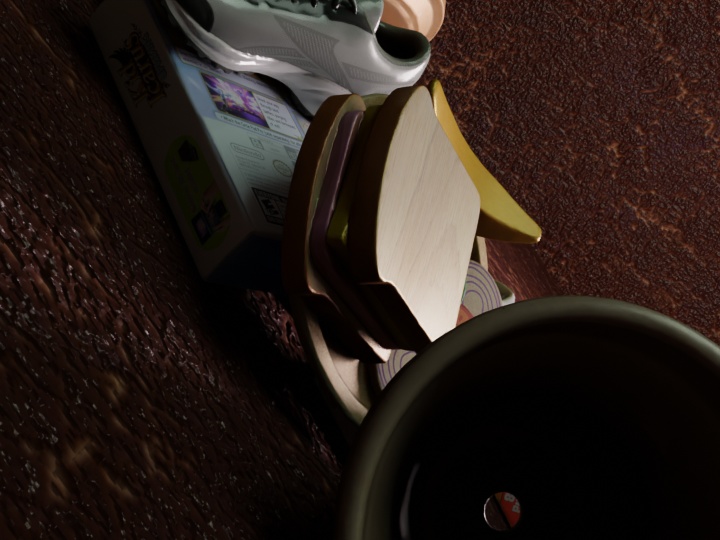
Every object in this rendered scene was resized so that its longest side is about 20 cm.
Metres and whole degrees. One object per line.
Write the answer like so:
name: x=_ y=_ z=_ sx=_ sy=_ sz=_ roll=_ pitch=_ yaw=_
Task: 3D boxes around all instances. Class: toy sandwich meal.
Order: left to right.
toy sandwich meal: x=0.033 y=-0.007 z=0.620 sx=0.204 sy=0.070 sz=0.208 roll=11 pitch=76 yaw=-53

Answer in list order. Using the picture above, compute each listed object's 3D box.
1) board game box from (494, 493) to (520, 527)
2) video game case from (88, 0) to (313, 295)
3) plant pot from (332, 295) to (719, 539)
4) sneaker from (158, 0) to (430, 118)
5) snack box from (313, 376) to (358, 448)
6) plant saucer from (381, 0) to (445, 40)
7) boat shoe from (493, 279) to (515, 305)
board game box: x=0.256 y=0.216 z=0.915 sx=0.201 sy=0.199 sz=0.200 roll=62 pitch=13 yaw=27
video game case: x=-0.045 y=-0.066 z=0.692 sx=0.199 sy=0.045 sz=0.182 roll=13 pitch=44 yaw=-53
plant pot: x=0.082 y=0.120 z=0.543 sx=0.201 sy=0.199 sz=0.175 roll=57 pitch=-6 yaw=4
sneaker: x=-0.040 y=-0.144 z=0.665 sx=0.199 sy=0.079 sz=0.074 roll=22 pitch=37 yaw=-44
snack box: x=0.029 y=0.095 z=0.731 sx=0.072 sy=0.024 sz=0.200 roll=59 pitch=11 yaw=16
plant saucer: x=-0.045 y=-0.167 z=0.756 sx=0.200 sy=0.198 sz=0.033 roll=33 pitch=58 yaw=-64
boat shoe: x=0.083 y=0.031 z=0.886 sx=0.071 sy=0.069 sz=0.202 roll=-106 pitch=-177 yaw=-61
